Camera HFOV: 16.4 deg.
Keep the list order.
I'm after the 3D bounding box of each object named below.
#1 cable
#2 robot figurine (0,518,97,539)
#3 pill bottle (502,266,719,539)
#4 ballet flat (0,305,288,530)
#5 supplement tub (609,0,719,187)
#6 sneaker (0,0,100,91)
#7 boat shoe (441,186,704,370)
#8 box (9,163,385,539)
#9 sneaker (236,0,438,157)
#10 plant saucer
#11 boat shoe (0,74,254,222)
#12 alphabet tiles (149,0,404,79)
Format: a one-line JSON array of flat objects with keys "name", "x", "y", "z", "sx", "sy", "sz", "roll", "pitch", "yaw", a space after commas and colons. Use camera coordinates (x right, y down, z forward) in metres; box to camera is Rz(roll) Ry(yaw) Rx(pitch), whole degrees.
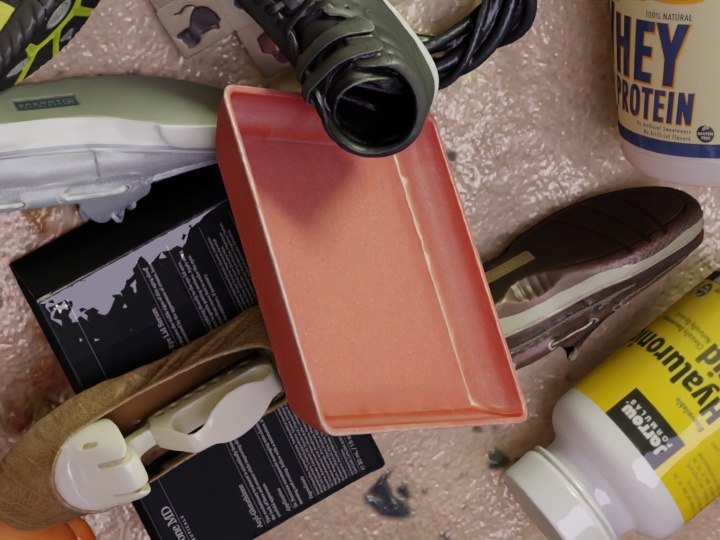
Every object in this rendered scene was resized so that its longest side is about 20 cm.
[{"name": "cable", "x": 0.027, "y": -0.197, "z": 1.431, "sx": 0.163, "sy": 0.051, "sz": 0.200, "roll": -6, "pitch": 110, "yaw": -17}, {"name": "robot figurine", "x": -0.198, "y": 0.214, "z": 1.437, "sx": 0.144, "sy": 0.117, "sz": 0.200, "roll": -24, "pitch": 117, "yaw": -13}, {"name": "pill bottle", "x": 0.190, "y": 0.096, "z": 1.555, "sx": 0.200, "sy": 0.111, "sz": 0.111, "roll": -39, "pitch": 116, "yaw": -6}, {"name": "ballet flat", "x": -0.110, "y": 0.088, "z": 1.372, "sx": 0.200, "sy": 0.072, "sz": 0.068, "roll": -28, "pitch": 115, "yaw": -10}, {"name": "supplement tub", "x": 0.218, "y": -0.162, "z": 1.466, "sx": 0.145, "sy": 0.145, "sz": 0.200, "roll": -13, "pitch": 110, "yaw": -17}, {"name": "sneaker", "x": -0.170, "y": -0.185, "z": 1.359, "sx": 0.076, "sy": 0.075, "sz": 0.200, "roll": 35, "pitch": 97, "yaw": 6}, {"name": "boat shoe", "x": 0.120, "y": 0.016, "z": 1.533, "sx": 0.202, "sy": 0.075, "sz": 0.075, "roll": -23, "pitch": 127, "yaw": -7}, {"name": "box", "x": -0.094, "y": 0.056, "z": 1.449, "sx": 0.141, "sy": 0.079, "sz": 0.200, "roll": -30, "pitch": 115, "yaw": -13}, {"name": "sneaker", "x": -0.027, "y": -0.142, "z": 1.360, "sx": 0.071, "sy": 0.099, "sz": 0.200, "roll": -40, "pitch": 109, "yaw": 14}, {"name": "plant saucer", "x": 0.000, "y": 0.000, "z": 1.405, "sx": 0.200, "sy": 0.037, "sz": 0.200, "roll": 1, "pitch": 67, "yaw": -54}, {"name": "boat shoe", "x": -0.155, "y": -0.064, "z": 1.400, "sx": 0.201, "sy": 0.070, "sz": 0.072, "roll": -4, "pitch": 120, "yaw": -17}, {"name": "alphabet tiles", "x": -0.038, "y": -0.207, "z": 1.391, "sx": 0.200, "sy": 0.006, "sz": 0.167, "roll": -29, "pitch": 111, "yaw": 8}]
